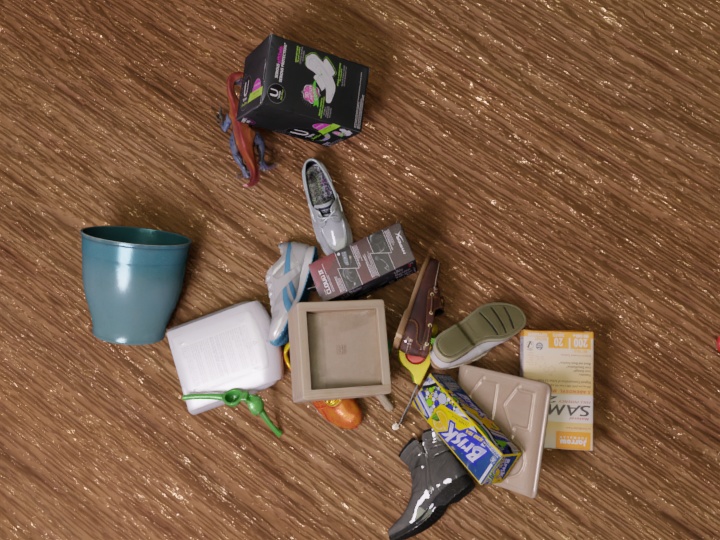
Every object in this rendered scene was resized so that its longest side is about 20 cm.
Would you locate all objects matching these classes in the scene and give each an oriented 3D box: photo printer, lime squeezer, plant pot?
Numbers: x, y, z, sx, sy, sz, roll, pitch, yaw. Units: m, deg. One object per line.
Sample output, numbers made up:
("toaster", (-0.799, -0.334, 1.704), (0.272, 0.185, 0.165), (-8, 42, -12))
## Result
("photo printer", (-0.246, 0.156, 1.385), (0.196, 0.069, 0.170), (-20, 83, 3))
("lime squeezer", (-0.219, 0.242, 1.343), (0.197, 0.071, 0.038), (25, 52, -17))
("plant pot", (-0.417, 0.029, 1.367), (0.195, 0.200, 0.193), (8, 99, 7))

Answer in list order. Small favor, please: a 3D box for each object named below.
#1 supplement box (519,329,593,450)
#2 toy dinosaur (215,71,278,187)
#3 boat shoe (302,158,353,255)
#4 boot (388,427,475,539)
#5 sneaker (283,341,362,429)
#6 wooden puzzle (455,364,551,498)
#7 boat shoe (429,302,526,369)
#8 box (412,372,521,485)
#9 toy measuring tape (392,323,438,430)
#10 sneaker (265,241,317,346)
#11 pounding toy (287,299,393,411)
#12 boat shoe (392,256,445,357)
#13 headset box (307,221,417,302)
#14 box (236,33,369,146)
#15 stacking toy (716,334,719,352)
("supplement box", (0.345, 0.209, 1.312), (0.123, 0.074, 0.205), (1, 84, 7))
("toy dinosaur", (-0.210, -0.276, 1.397), (0.103, 0.200, 0.185), (-18, 113, -11))
("boat shoe", (-0.068, -0.114, 1.395), (0.069, 0.072, 0.205), (-20, 82, 4))
("boot", (0.105, 0.381, 1.329), (0.200, 0.067, 0.132), (-45, 58, 17))
("sneaker", (-0.075, 0.213, 1.357), (0.073, 0.077, 0.200), (-44, 83, -2))
("wooden puzzle", (0.241, 0.272, 1.286), (0.197, 0.046, 0.190), (8, 89, 46))
("boat shoe", (0.206, 0.118, 1.332), (0.196, 0.069, 0.076), (-19, 64, -23))
("box", (0.179, 0.269, 1.273), (0.200, 0.063, 0.071), (47, 115, 40))
("toy measuring tape", (0.084, 0.184, 1.348), (0.072, 0.074, 0.203), (26, 87, 8))
("sneaker", (-0.140, 0.043, 1.377), (0.079, 0.077, 0.204), (12, 66, 8))
("pounding toy", (-0.023, 0.157, 1.299), (0.195, 0.142, 0.189), (-1, 79, -16))
("boat shoe", (0.117, 0.067, 1.330), (0.069, 0.071, 0.203), (16, 59, 9))
("headset box", (0.000, 0.000, 1.337), (0.196, 0.149, 0.079), (-24, 80, 4))
("box", (-0.106, -0.319, 1.346), (0.196, 0.148, 0.128), (12, 83, -27))
("stacking toy", (0.686, 0.192, 1.277), (0.084, 0.085, 0.203), (-27, 77, 2))
